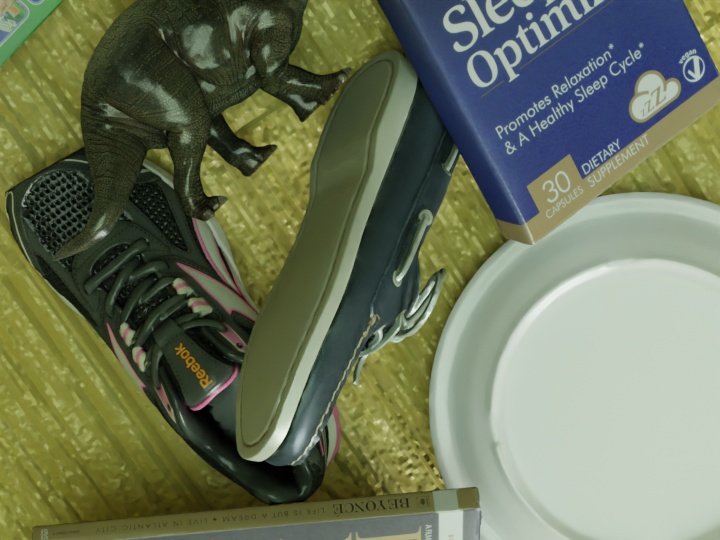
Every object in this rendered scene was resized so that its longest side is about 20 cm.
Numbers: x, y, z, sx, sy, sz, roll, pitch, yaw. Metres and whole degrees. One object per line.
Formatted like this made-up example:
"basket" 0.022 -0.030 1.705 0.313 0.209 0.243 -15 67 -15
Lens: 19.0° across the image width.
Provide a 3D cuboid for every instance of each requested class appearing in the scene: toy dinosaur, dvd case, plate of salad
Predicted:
"toy dinosaur" -0.072 -0.088 0.946 0.200 0.077 0.102 -44 95 3
"dvd case" -0.044 0.159 1.000 0.199 0.016 0.149 -5 137 -3
"plate of salad" 0.132 0.063 1.010 0.199 0.048 0.201 0 96 4

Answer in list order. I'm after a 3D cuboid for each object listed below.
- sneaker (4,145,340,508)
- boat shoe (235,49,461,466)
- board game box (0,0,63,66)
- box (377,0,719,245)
"sneaker" -0.076 0.026 0.965 0.080 0.086 0.200 -44 103 6
"boat shoe" 0.000 0.000 0.938 0.062 0.075 0.201 31 58 -24
"board game box" -0.197 -0.192 0.930 0.200 0.029 0.135 43 99 -13
"box" 0.070 -0.126 0.933 0.121 0.032 0.200 -37 112 -14
